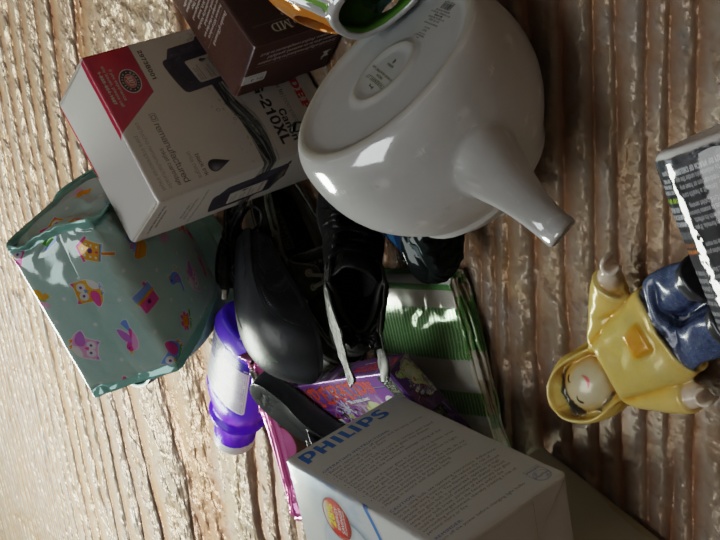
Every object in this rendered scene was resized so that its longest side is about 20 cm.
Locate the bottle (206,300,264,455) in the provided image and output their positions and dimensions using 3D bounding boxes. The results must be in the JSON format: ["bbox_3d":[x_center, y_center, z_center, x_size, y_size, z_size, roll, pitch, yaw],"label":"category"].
[{"bbox_3d":[-0.125,0.119,1.537,0.084,0.065,0.201,47,144,30],"label":"bottle"}]

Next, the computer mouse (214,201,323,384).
[{"bbox_3d":[-0.096,0.027,1.309,0.201,0.052,0.139,57,151,37],"label":"computer mouse"}]

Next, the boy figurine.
[{"bbox_3d":[0.194,0.047,0.999,0.125,0.064,0.200,59,145,8],"label":"boy figurine"}]

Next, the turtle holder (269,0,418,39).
[{"bbox_3d":[0.005,-0.249,1.033,0.141,0.184,0.132,74,169,-62],"label":"turtle holder"}]

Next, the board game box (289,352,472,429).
[{"bbox_3d":[0.021,0.132,1.280,0.120,0.032,0.200,52,153,-12],"label":"board game box"}]

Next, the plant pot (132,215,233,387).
[{"bbox_3d":[-0.212,0.005,1.528,0.200,0.133,0.202,40,142,41],"label":"plant pot"}]

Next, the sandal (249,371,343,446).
[{"bbox_3d":[-0.026,0.170,1.326,0.199,0.043,0.076,34,154,17],"label":"sandal"}]

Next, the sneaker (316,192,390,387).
[{"bbox_3d":[-0.003,0.000,1.201,0.104,0.059,0.202,109,158,-79],"label":"sneaker"}]

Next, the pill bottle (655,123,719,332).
[{"bbox_3d":[0.254,0.007,0.837,0.106,0.106,0.201,-17,96,59],"label":"pill bottle"}]

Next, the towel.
[{"bbox_3d":[0.071,0.093,1.260,0.152,0.023,0.202,1,112,58],"label":"towel"}]

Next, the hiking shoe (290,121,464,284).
[{"bbox_3d":[0.017,-0.065,1.175,0.087,0.074,0.201,-45,60,35],"label":"hiking shoe"}]

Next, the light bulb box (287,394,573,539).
[{"bbox_3d":[0.061,0.233,1.124,0.199,0.124,0.200,20,128,49],"label":"light bulb box"}]

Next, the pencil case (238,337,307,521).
[{"bbox_3d":[-0.055,0.153,1.422,0.090,0.093,0.202,-1,111,45],"label":"pencil case"}]

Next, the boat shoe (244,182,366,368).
[{"bbox_3d":[-0.048,0.003,1.336,0.201,0.070,0.064,62,150,12],"label":"boat shoe"}]

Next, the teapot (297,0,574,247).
[{"bbox_3d":[0.060,-0.095,1.033,0.197,0.201,0.146,-22,126,39],"label":"teapot"}]

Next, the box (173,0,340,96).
[{"bbox_3d":[-0.109,-0.256,1.231,0.201,0.100,0.075,57,148,15],"label":"box"}]

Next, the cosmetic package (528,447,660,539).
[{"bbox_3d":[0.184,0.243,1.134,0.200,0.073,0.104,39,140,39],"label":"cosmetic package"}]

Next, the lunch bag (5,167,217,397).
[{"bbox_3d":[-0.213,-0.009,1.333,0.121,0.200,0.171,-19,112,22],"label":"lunch bag"}]

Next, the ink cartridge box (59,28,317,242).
[{"bbox_3d":[-0.137,-0.131,1.262,0.146,0.199,0.084,60,146,10],"label":"ink cartridge box"}]
